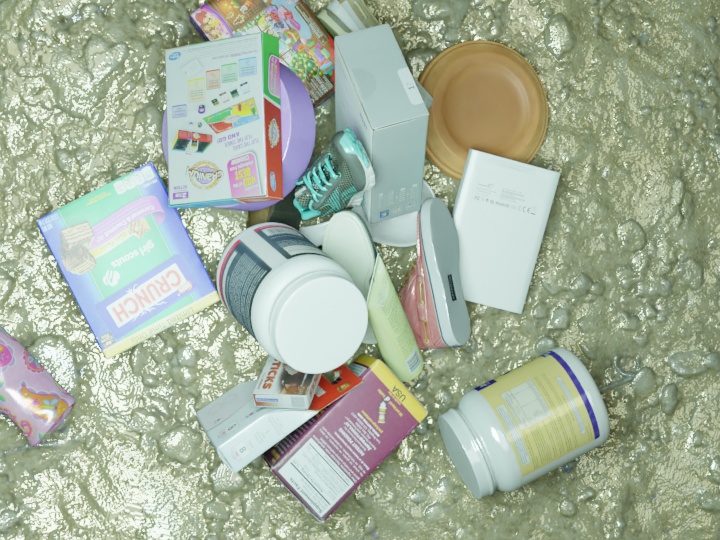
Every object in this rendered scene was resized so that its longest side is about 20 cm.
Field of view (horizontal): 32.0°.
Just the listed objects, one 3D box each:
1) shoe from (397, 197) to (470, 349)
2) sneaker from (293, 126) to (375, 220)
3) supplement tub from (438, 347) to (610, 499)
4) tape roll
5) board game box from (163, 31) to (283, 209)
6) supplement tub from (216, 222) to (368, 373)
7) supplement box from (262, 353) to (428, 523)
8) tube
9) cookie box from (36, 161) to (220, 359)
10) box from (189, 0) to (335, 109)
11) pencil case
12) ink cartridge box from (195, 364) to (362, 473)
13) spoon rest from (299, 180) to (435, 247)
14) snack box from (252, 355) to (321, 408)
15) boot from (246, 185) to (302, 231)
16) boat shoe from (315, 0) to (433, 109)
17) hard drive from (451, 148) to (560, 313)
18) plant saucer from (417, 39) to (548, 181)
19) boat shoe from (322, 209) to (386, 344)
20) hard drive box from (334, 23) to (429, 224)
[{"bbox_3d":[0.085,0.008,1.688,0.071,0.090,0.203,-8,87,-54],"label":"shoe"},{"bbox_3d":[-0.038,-0.109,1.567,0.090,0.200,0.078,-27,77,-14],"label":"sneaker"},{"bbox_3d":[0.219,0.208,1.691,0.198,0.145,0.147,-25,94,-10],"label":"supplement tub"},{"bbox_3d":[-0.158,-0.180,1.613,0.198,0.065,0.203,-1,89,28],"label":"tape roll"},{"bbox_3d":[-0.171,-0.183,1.561,0.151,0.040,0.203,-3,87,28],"label":"board game box"},{"bbox_3d":[-0.087,0.033,1.564,0.139,0.200,0.142,-10,114,-23],"label":"supplement tub"},{"bbox_3d":[-0.023,0.217,1.653,0.200,0.131,0.103,-44,98,-7],"label":"supplement box"},{"bbox_3d":[0.037,0.068,1.609,0.052,0.201,0.058,-31,52,-8],"label":"tube"},{"bbox_3d":[-0.302,-0.011,1.634,0.170,0.075,0.202,-28,95,-10],"label":"cookie box"},{"bbox_3d":[-0.117,-0.302,1.689,0.136,0.039,0.201,-39,96,-8],"label":"box"},{"bbox_3d":[-0.459,0.132,1.602,0.200,0.087,0.088,43,82,-6],"label":"pencil case"},{"bbox_3d":[-0.110,0.166,1.622,0.199,0.162,0.057,-39,107,-8],"label":"ink cartridge box"},{"bbox_3d":[0.012,-0.067,1.700,0.198,0.061,0.101,-18,93,-9],"label":"spoon rest"},{"bbox_3d":[-0.077,0.106,1.616,0.071,0.201,0.025,0,123,14],"label":"snack box"},{"bbox_3d":[-0.126,-0.045,1.677,0.073,0.075,0.202,13,100,-38],"label":"boot"},{"bbox_3d":[0.032,-0.296,1.696,0.200,0.075,0.068,45,81,-2],"label":"boat shoe"},{"bbox_3d":[0.187,-0.053,1.728,0.130,0.026,0.203,13,99,-10],"label":"hard drive"},{"bbox_3d":[0.170,-0.221,1.742,0.197,0.037,0.203,0,90,-10],"label":"plant saucer"},{"bbox_3d":[0.000,0.000,1.660,0.072,0.062,0.202,1,123,23],"label":"boat shoe"},{"bbox_3d":[0.023,-0.185,1.607,0.076,0.201,0.157,-15,60,-10],"label":"hard drive box"}]
